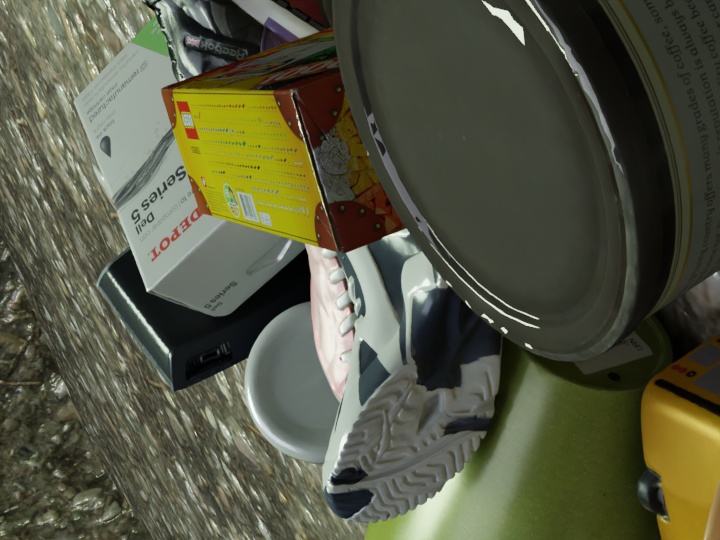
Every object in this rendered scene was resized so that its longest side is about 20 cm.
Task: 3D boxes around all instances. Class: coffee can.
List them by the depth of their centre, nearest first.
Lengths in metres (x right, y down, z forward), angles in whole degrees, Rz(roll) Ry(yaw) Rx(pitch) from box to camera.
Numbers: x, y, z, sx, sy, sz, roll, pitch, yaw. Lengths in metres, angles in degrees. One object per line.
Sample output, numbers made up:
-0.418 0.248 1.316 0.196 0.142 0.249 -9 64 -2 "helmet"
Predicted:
0.112 -0.083 0.411 0.147 0.199 0.147 49 157 30 "coffee can"

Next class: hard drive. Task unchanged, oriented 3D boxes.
-0.095 -0.004 1.001 0.135 0.199 0.043 48 155 28 "hard drive"

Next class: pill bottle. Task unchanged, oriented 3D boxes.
-0.009 0.096 0.979 0.116 0.115 0.200 55 -177 16 "pill bottle"

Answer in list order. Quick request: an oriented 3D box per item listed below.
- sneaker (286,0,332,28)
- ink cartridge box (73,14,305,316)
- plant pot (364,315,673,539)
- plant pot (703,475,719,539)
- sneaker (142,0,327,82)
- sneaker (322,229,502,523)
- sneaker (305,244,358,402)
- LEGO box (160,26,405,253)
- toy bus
-0.054 -0.174 0.850 0.202 0.086 0.074 62 158 -3 "sneaker"
-0.113 -0.091 0.945 0.084 0.145 0.201 24 -148 -51 "ink cartridge box"
0.108 0.110 0.744 0.187 0.186 0.201 45 138 36 "plant pot"
0.224 0.112 0.441 0.139 0.200 0.202 14 132 41 "plant pot"
-0.104 -0.154 0.796 0.199 0.088 0.076 34 -171 3 "sneaker"
0.022 0.027 0.697 0.130 0.079 0.201 -126 50 -61 "sneaker"
0.000 0.000 0.792 0.105 0.074 0.202 78 -178 -75 "sneaker"
0.002 -0.080 0.651 0.200 0.148 0.078 16 127 63 "LEGO box"
0.201 0.140 0.662 0.065 0.078 0.202 26 140 56 "toy bus"
